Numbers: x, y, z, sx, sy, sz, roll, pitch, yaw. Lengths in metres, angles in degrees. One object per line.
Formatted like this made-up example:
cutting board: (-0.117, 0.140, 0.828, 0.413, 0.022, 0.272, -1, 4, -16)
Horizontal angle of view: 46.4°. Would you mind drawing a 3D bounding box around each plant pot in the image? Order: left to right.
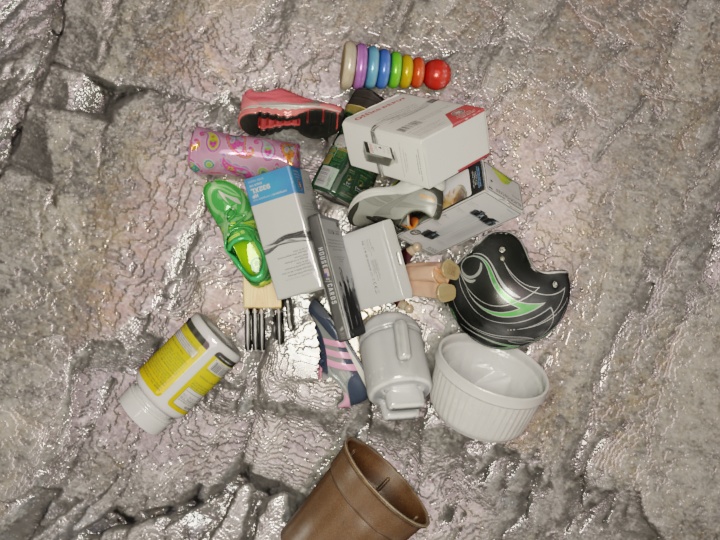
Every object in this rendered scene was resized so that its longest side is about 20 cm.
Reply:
plant pot: (-0.019, 0.428, 1.431, 0.200, 0.200, 0.199, 43, 95, -1)

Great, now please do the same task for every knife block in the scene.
knife block: (-0.184, 0.035, 1.490, 0.200, 0.064, 0.176, 44, 87, -1)

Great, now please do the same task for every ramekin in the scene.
ramekin: (0.211, 0.203, 1.436, 0.198, 0.201, 0.106, 17, 114, -2)

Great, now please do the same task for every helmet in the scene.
helmet: (0.254, 0.040, 1.444, 0.200, 0.200, 0.191, -41, 79, -2)

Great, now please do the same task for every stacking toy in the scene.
stacking toy: (0.065, -0.356, 1.505, 0.197, 0.085, 0.087, 6, 89, -8)

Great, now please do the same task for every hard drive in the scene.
hard drive: (0.000, 0.000, 1.442, 0.026, 0.199, 0.133, -15, 89, -39)

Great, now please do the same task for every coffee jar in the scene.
coffee jar: (-0.003, -0.213, 1.482, 0.104, 0.085, 0.202, 26, 87, -41)

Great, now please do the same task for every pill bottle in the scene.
pill bottle: (-0.314, 0.181, 1.458, 0.200, 0.114, 0.114, -45, 90, -2)

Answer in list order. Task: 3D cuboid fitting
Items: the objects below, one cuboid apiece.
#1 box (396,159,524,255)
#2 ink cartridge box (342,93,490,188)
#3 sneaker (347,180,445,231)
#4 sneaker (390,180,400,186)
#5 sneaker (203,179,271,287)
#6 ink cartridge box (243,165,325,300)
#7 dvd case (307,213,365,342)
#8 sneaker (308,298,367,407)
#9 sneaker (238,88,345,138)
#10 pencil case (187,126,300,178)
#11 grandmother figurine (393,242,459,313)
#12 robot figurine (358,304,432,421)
box: (0.164, -0.102, 1.427, 0.116, 0.199, 0.061, 22, 55, -40)
ink cartridge box: (0.089, -0.215, 1.368, 0.146, 0.199, 0.084, -30, 123, -28)
sneaker: (0.054, -0.100, 1.401, 0.199, 0.074, 0.080, -14, 70, 41)
sneaker: (0.134, -0.171, 1.496, 0.199, 0.081, 0.074, -39, 91, -2)
sneaker: (-0.202, -0.067, 1.419, 0.074, 0.084, 0.201, -29, 88, -1)
ink cartridge box: (-0.111, -0.061, 1.386, 0.083, 0.145, 0.202, -16, 90, 8)
dvd case: (-0.036, 0.012, 1.368, 0.024, 0.150, 0.202, -15, 87, 9)
sneaker: (-0.053, 0.150, 1.489, 0.081, 0.070, 0.201, -31, 88, -3)
sneaker: (-0.119, -0.293, 1.497, 0.197, 0.074, 0.088, 0, 57, -13)
pencil case: (-0.203, -0.197, 1.485, 0.197, 0.087, 0.089, 10, 88, -3)
grandmother figurine: (0.080, 0.010, 1.450, 0.060, 0.199, 0.123, 32, 69, -37)
robot figurine: (0.058, 0.155, 1.443, 0.111, 0.170, 0.202, 0, 54, -15)
